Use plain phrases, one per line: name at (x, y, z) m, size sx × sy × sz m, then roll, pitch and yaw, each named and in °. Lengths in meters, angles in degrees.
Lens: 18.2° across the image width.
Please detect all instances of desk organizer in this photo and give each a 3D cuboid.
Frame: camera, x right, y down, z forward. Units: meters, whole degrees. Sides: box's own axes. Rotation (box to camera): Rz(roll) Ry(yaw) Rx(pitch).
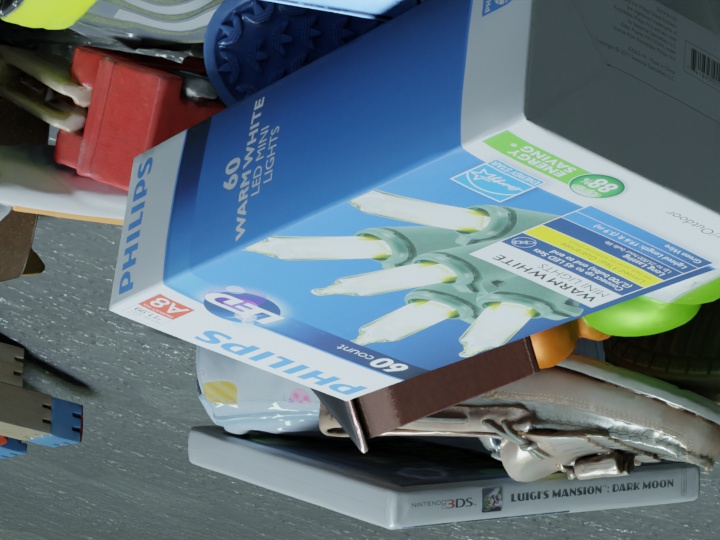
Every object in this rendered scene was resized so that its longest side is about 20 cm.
desk organizer at (0.000, 0.000, 0.934) m, size 0.077 × 0.072 × 0.200 m, roll -21°, pitch -162°, yaw -10°

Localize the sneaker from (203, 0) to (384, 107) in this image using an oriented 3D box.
sneaker at (0.045, -0.069, 0.773) m, size 0.199 × 0.070 × 0.078 m, roll 10°, pitch -160°, yaw -6°

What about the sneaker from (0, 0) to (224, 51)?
sneaker at (-0.058, -0.122, 0.776) m, size 0.081 × 0.074 × 0.200 m, roll 18°, pitch 167°, yaw -24°

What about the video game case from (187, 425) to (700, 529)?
video game case at (0.038, 0.096, 1.131) m, size 0.181 × 0.023 × 0.200 m, roll -2°, pitch -174°, yaw -32°

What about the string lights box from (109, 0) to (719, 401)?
string lights box at (0.022, -0.022, 0.685) m, size 0.103 × 0.059 × 0.200 m, roll 22°, pitch 151°, yaw -32°

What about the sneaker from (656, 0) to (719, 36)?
sneaker at (0.117, -0.101, 0.691) m, size 0.200 × 0.085 × 0.073 m, roll 58°, pitch 180°, yaw -30°

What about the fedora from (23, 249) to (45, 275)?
fedora at (-0.254, 0.001, 1.105) m, size 0.200 × 0.082 × 0.201 m, roll 15°, pitch -176°, yaw -1°

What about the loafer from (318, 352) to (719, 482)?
loafer at (0.067, 0.065, 0.974) m, size 0.200 × 0.063 × 0.072 m, roll 14°, pitch 169°, yaw 37°

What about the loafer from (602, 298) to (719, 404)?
loafer at (0.195, 0.029, 0.939) m, size 0.200 × 0.076 × 0.068 m, roll -1°, pitch 147°, yaw 36°

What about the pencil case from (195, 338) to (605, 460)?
pencil case at (0.019, 0.047, 1.091) m, size 0.199 × 0.091 × 0.083 m, roll 5°, pitch 156°, yaw 29°

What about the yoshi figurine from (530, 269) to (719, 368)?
yoshi figurine at (0.135, -0.011, 0.847) m, size 0.200 × 0.112 × 0.112 m, roll -5°, pitch 144°, yaw 38°

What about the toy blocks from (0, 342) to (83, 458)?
toy blocks at (-0.268, 0.086, 1.413) m, size 0.200 × 0.100 × 0.137 m, roll -14°, pitch 157°, yaw 37°

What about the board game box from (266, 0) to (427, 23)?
board game box at (-0.071, -0.156, 0.640) m, size 0.199 × 0.037 × 0.152 m, roll 12°, pitch 129°, yaw 14°

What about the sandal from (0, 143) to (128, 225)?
sandal at (-0.158, -0.021, 0.858) m, size 0.206 × 0.059 × 0.079 m, roll 10°, pitch -169°, yaw -29°

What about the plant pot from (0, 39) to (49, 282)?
plant pot at (-0.235, -0.056, 0.941) m, size 0.199 × 0.187 × 0.187 m, roll 7°, pitch 161°, yaw -14°

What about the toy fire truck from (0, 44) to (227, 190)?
toy fire truck at (-0.110, -0.067, 0.870) m, size 0.141 × 0.049 × 0.200 m, roll 18°, pitch -170°, yaw 25°
